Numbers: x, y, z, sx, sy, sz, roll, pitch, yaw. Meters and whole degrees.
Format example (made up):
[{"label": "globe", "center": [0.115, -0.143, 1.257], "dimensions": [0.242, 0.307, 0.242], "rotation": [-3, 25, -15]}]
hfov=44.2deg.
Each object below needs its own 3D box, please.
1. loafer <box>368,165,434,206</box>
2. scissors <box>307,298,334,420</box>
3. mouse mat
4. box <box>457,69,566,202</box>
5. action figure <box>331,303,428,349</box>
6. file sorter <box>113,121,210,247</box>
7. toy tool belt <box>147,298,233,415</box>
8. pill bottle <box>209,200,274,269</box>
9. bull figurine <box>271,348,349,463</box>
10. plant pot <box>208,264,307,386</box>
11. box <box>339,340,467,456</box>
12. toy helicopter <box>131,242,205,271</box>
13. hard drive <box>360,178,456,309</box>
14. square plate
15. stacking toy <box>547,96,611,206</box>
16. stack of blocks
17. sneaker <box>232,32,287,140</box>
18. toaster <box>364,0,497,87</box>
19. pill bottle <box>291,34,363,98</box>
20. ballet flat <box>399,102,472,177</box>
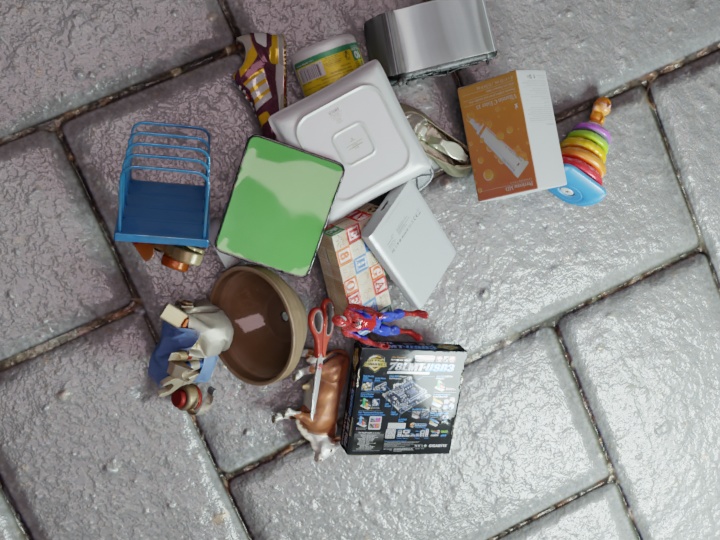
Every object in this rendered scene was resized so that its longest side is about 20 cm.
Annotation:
[{"label": "loafer", "center": [0.033, -0.134, 1.542], "dimensions": [0.200, 0.063, 0.072], "rotation": [-32, 130, -1]}, {"label": "scissors", "center": [-0.064, 0.148, 1.494], "dimensions": [0.014, 0.073, 0.200], "rotation": [5, 102, 27]}, {"label": "mouse mat", "center": [-0.128, -0.099, 1.404], "dimensions": [0.161, 0.008, 0.200], "rotation": [18, 104, -8]}, {"label": "box", "center": [0.258, -0.228, 1.512], "dimensions": [0.097, 0.124, 0.200], "rotation": [-12, 91, -47]}, {"label": "action figure", "center": [0.046, 0.094, 1.469], "dimensions": [0.200, 0.099, 0.065], "rotation": [6, 101, -39]}, {"label": "file sorter", "center": [-0.302, -0.139, 1.380], "dimensions": [0.139, 0.200, 0.123], "rotation": [3, 119, -11]}, {"label": "toy tool belt", "center": [-0.300, 0.143, 1.455], "dimensions": [0.123, 0.125, 0.200], "rotation": [2, 111, -50]}, {"label": "pill bottle", "center": [-0.156, -0.086, 1.475], "dimensions": [0.200, 0.113, 0.113], "rotation": [-30, 100, -7]}, {"label": "bull figurine", "center": [-0.079, 0.229, 1.537], "dimensions": [0.121, 0.065, 0.200], "rotation": [13, 89, -28]}, {"label": "plant pot", "center": [-0.155, 0.084, 1.479], "dimensions": [0.093, 0.201, 0.201], "rotation": [-16, 100, -50]}, {"label": "box", "center": [0.075, 0.224, 1.552], "dimensions": [0.200, 0.050, 0.199], "rotation": [3, 103, -19]}, {"label": "toy helicopter", "center": [-0.305, -0.041, 1.405], "dimensions": [0.132, 0.200, 0.079], "rotation": [19, 92, -29]}, {"label": "hard drive", "center": [0.085, -0.045, 1.502], "dimensions": [0.132, 0.027, 0.200], "rotation": [-56, 134, -20]}, {"label": "square plate", "center": [-0.013, -0.201, 1.409], "dimensions": [0.200, 0.028, 0.198], "rotation": [-29, 105, -2]}, {"label": "stacking toy", "center": [0.404, -0.224, 1.588], "dimensions": [0.110, 0.116, 0.200], "rotation": [31, 74, -20]}, {"label": "stack of blocks", "center": [0.000, 0.000, 1.499], "dimensions": [0.115, 0.059, 0.200], "rotation": [-29, 122, -29]}, {"label": "sneaker", "center": [-0.168, -0.294, 1.480], "dimensions": [0.090, 0.075, 0.200], "rotation": [1, 88, -3]}, {"label": "toaster", "center": [0.112, -0.375, 1.458], "dimensions": [0.181, 0.200, 0.119], "rotation": [-16, 102, -9]}, {"label": "pill bottle", "center": [-0.030, -0.278, 1.474], "dimensions": [0.113, 0.113, 0.200], "rotation": [-21, 98, -8]}, {"label": "ballet flat", "center": [0.118, -0.231, 1.539], "dimensions": [0.200, 0.069, 0.069], "rotation": [30, 89, -12]}]
